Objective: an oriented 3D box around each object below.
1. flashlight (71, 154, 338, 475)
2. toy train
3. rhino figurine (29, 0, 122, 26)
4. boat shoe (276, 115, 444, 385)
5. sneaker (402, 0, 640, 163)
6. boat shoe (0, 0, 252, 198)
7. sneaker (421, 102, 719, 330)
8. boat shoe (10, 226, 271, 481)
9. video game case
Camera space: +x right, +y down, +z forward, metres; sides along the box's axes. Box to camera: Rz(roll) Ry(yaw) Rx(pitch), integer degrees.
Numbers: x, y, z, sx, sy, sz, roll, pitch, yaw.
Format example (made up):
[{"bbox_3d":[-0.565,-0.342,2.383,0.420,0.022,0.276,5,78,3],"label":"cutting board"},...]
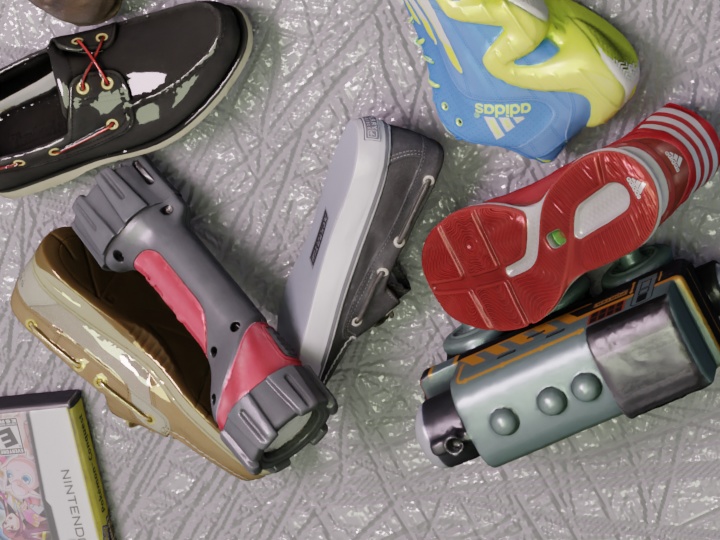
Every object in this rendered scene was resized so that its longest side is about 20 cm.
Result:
[{"bbox_3d":[-0.097,0.027,1.423,0.200,0.067,0.068,48,144,21],"label":"flashlight"},{"bbox_3d":[0.120,0.052,1.392,0.199,0.114,0.086,-23,103,20],"label":"toy train"},{"bbox_3d":[-0.214,-0.208,1.404,0.199,0.060,0.088,27,124,6],"label":"rhino figurine"},{"bbox_3d":[0.000,0.000,1.432,0.066,0.070,0.201,9,119,-16],"label":"boat shoe"},{"bbox_3d":[0.053,-0.131,1.361,0.200,0.076,0.105,36,114,-2],"label":"sneaker"},{"bbox_3d":[-0.155,-0.103,1.417,0.200,0.063,0.074,-24,62,21],"label":"boat shoe"},{"bbox_3d":[0.130,-0.031,1.379,0.200,0.115,0.079,-21,95,50],"label":"sneaker"},{"bbox_3d":[-0.128,0.059,1.484,0.200,0.074,0.066,44,126,-3],"label":"boat shoe"},{"bbox_3d":[-0.256,0.173,1.575,0.199,0.026,0.182,-6,109,15],"label":"video game case"}]
